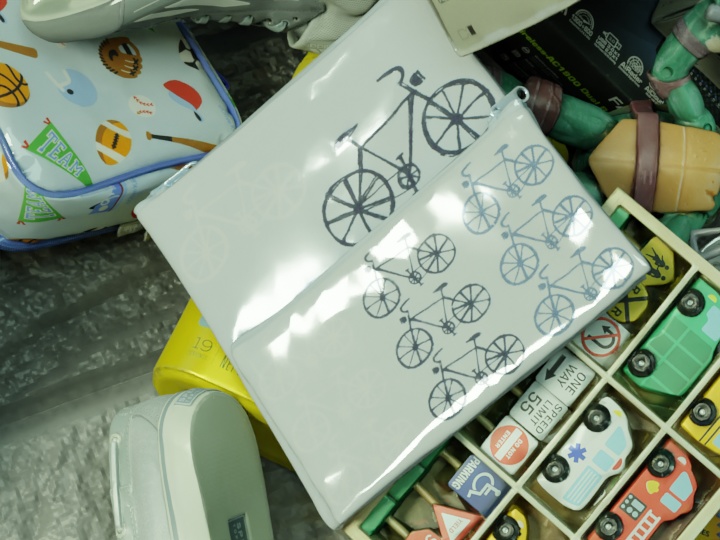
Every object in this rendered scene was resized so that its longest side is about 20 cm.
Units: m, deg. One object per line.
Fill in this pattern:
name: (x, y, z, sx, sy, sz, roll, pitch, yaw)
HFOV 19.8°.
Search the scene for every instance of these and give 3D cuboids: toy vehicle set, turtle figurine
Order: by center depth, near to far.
toy vehicle set: (0.100, 0.080, 0.924, 0.124, 0.027, 0.200, 40, 97, 10)
turtle figurine: (0.137, -0.050, 0.982, 0.199, 0.101, 0.151, 2, 73, 0)

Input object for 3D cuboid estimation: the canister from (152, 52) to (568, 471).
canister: (0.000, 0.000, 1.037, 0.148, 0.087, 0.201, 25, 69, 2)

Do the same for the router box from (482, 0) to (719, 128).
router box: (0.146, -0.145, 1.076, 0.200, 0.062, 0.150, 40, 63, -22)

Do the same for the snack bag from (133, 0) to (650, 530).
snack bag: (0.007, -0.016, 0.943, 0.188, 0.021, 0.200, -39, 65, 13)

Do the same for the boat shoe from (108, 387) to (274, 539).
boat shoe: (-0.080, 0.157, 0.975, 0.071, 0.070, 0.202, -7, 90, 35)

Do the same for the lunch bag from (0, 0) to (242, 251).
lunch bag: (-0.155, -0.105, 1.050, 0.160, 0.076, 0.201, -19, 72, -40)

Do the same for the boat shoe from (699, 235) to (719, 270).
boat shoe: (0.198, 0.009, 1.016, 0.202, 0.074, 0.086, 27, 90, 46)

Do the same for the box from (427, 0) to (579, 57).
box: (0.116, -0.179, 0.953, 0.200, 0.095, 0.078, -34, 98, -42)

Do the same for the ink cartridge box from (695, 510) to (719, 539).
ink cartridge box: (0.109, 0.129, 1.007, 0.136, 0.076, 0.201, 21, 66, 1)

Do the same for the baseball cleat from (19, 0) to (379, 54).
baseball cleat: (-0.060, -0.134, 1.002, 0.199, 0.107, 0.070, -20, 38, 8)

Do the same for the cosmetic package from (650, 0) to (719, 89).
cosmetic package: (0.238, -0.180, 1.062, 0.103, 0.073, 0.201, 38, 64, -23)
